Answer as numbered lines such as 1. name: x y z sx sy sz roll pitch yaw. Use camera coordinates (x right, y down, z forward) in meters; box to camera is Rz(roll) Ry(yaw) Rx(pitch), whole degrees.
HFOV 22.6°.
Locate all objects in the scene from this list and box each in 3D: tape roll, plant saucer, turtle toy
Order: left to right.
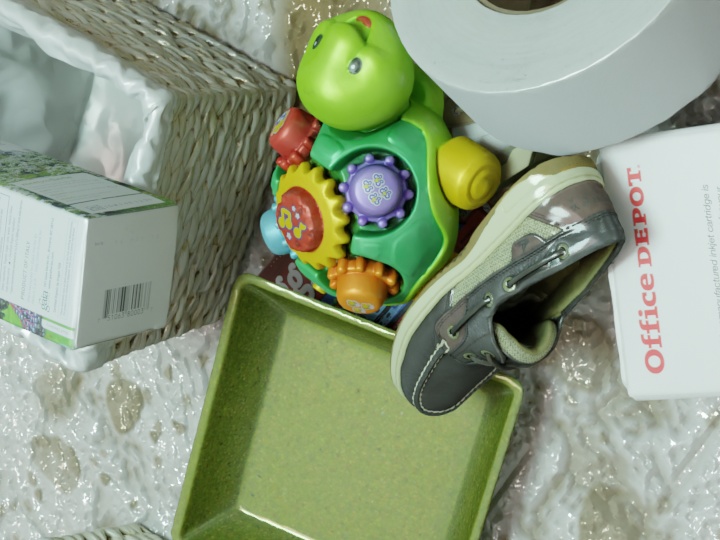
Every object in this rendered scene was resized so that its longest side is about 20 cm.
1. plant saucer: -0.006 0.120 1.152 0.199 0.048 0.201 21 108 16
2. turtle toy: 0.001 -0.060 1.057 0.146 0.101 0.201 35 130 38
3. tape roll: 0.116 -0.167 0.973 0.202 0.071 0.204 -18 56 29

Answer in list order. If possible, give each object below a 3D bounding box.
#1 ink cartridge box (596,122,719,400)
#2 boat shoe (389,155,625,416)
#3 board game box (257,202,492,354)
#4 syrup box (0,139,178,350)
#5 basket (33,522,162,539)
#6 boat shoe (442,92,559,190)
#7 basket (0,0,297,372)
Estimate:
1. ink cartridge box: 0.238 -0.011 0.957 0.199 0.084 0.146 -6 93 35
2. boat shoe: 0.080 0.024 1.005 0.201 0.071 0.066 -57 46 38
3. board game box: 0.000 0.000 1.168 0.103 0.019 0.200 52 122 19
4. syrup box: -0.210 -0.025 1.080 0.199 0.079 0.082 18 108 33
5. basket: -0.148 0.278 1.249 0.199 0.123 0.136 30 112 28
6. boat shoe: 0.122 -0.113 1.031 0.200 0.075 0.069 -32 84 35
7. basket: -0.176 -0.069 1.196 0.198 0.160 0.201 31 112 28
